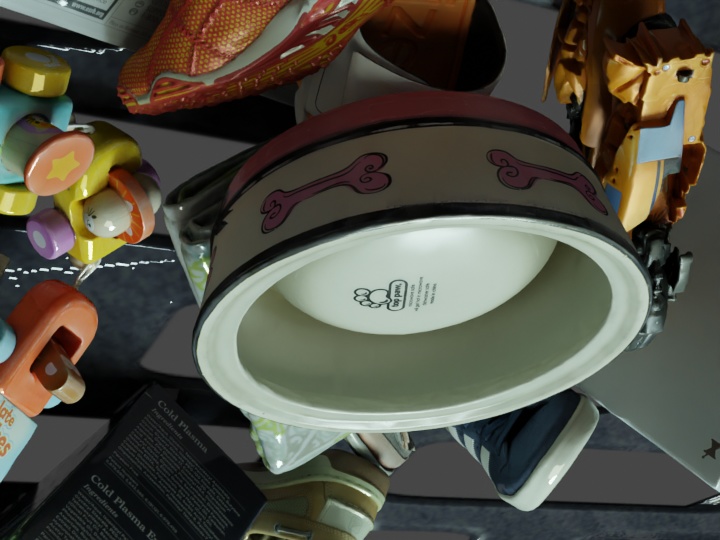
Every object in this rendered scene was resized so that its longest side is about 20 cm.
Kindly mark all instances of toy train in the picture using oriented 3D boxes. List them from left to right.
[{"bbox_3d":[-0.147,-0.008,0.730,0.150,0.056,0.200,-52,151,-14],"label":"toy train"}]

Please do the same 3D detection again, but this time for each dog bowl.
[{"bbox_3d":[0.023,-0.002,0.718,0.199,0.074,0.200,-6,151,-3],"label":"dog bowl"}]

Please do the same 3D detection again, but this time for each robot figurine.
[{"bbox_3d":[0.119,-0.056,0.791,0.058,0.145,0.200,-5,136,-9],"label":"robot figurine"}]

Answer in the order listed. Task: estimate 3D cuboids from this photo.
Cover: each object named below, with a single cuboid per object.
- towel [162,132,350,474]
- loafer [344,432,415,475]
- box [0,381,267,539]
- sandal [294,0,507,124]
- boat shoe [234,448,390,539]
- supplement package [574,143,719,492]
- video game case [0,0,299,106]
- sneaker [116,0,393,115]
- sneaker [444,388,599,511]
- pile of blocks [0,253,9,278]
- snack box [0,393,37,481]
[{"bbox_3d":[0.000,0.000,0.840,0.171,0.048,0.200,-28,136,-10],"label":"towel"},{"bbox_3d":[0.002,0.060,0.960,0.063,0.072,0.200,-30,143,4],"label":"loafer"},{"bbox_3d":[-0.179,0.191,0.939,0.104,0.182,0.200,46,121,-6],"label":"box"},{"bbox_3d":[0.026,-0.102,0.683,0.079,0.059,0.207,-4,138,-21],"label":"sandal"},{"bbox_3d":[-0.060,0.163,1.014,0.071,0.076,0.200,28,152,-21],"label":"boat shoe"},{"bbox_3d":[0.228,0.048,0.931,0.151,0.152,0.200,-55,140,3],"label":"supplement package"},{"bbox_3d":[-0.039,-0.152,0.671,0.199,0.023,0.182,15,134,-40],"label":"video game case"},{"bbox_3d":[-0.035,-0.120,0.649,0.073,0.077,0.200,-14,168,-45],"label":"sneaker"},{"bbox_3d":[0.072,0.075,0.929,0.084,0.200,0.075,38,89,-8],"label":"sneaker"},{"bbox_3d":[-0.227,-0.027,0.740,0.062,0.082,0.200,-63,156,-10],"label":"pile of blocks"},{"bbox_3d":[-0.241,0.020,0.685,0.037,0.199,0.116,-59,150,-16],"label":"snack box"}]
